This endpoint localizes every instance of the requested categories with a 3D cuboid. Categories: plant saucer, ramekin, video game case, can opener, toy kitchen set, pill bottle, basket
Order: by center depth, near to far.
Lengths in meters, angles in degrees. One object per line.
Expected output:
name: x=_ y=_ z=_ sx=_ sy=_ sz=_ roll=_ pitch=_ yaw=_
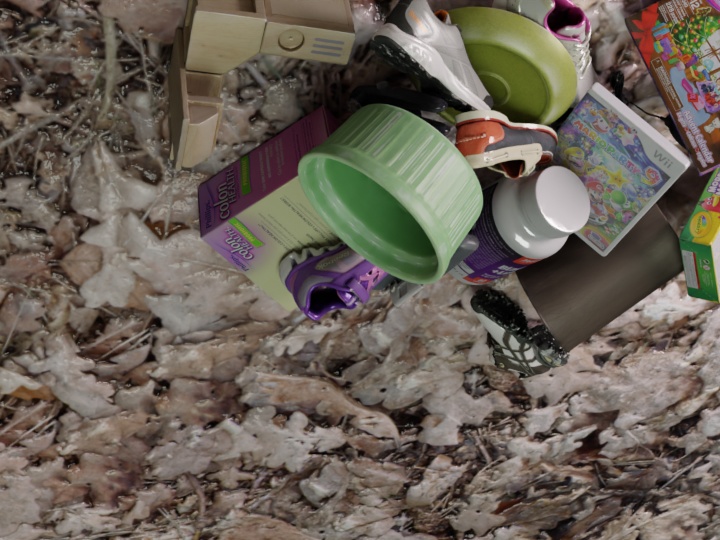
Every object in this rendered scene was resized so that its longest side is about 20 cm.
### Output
ramekin: x=0.038 y=-0.088 z=1.435 sx=0.098 sy=0.200 sz=0.200 roll=-50 pitch=137 yaw=-20
toy kitchen set: x=-0.114 y=-0.188 z=1.437 sx=0.180 sy=0.163 sz=0.200 roll=5 pitch=134 yaw=-15
can opener: x=0.044 y=-0.182 z=1.471 sx=0.078 sy=0.200 sz=0.064 roll=-24 pitch=106 yaw=-18
plant saucer: x=0.146 y=-0.216 z=1.494 sx=0.200 sy=0.031 sz=0.200 roll=13 pitch=147 yaw=9
video game case: x=0.286 y=-0.116 z=1.562 sx=0.143 sy=0.018 sz=0.200 roll=41 pitch=144 yaw=6
pill bottle: x=0.187 y=-0.058 z=1.605 sx=0.111 sy=0.112 sz=0.200 roll=18 pitch=157 yaw=-25
can opener: x=0.071 y=-0.012 z=1.623 sx=0.067 sy=0.053 sz=0.200 roll=6 pitch=155 yaw=-25
basket: x=0.321 y=-0.003 z=1.719 sx=0.200 sy=0.180 sz=0.136 roll=-33 pitch=93 yaw=10

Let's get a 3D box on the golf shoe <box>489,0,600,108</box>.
golf shoe: x=0.229 y=-0.252 z=1.482 sx=0.091 sy=0.075 sz=0.200 roll=-1 pitch=150 yaw=44

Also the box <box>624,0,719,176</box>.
box: x=0.404 y=-0.227 z=1.484 sx=0.137 sy=0.200 sz=0.039 roll=-26 pitch=174 yaw=13

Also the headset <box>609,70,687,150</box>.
headset: x=0.399 y=-0.204 z=1.553 sx=0.200 sy=0.124 sz=0.094 roll=2 pitch=139 yaw=22

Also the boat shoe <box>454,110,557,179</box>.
boat shoe: x=0.167 y=-0.135 z=1.478 sx=0.071 sy=0.063 sz=0.200 roll=-13 pitch=170 yaw=31

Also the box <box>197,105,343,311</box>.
box: x=-0.068 y=-0.072 z=1.608 sx=0.200 sy=0.097 sz=0.176 roll=-32 pitch=132 yaw=19

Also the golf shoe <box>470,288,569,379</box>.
golf shoe: x=0.206 y=0.100 z=1.844 sx=0.094 sy=0.078 sz=0.200 roll=-36 pitch=129 yaw=24

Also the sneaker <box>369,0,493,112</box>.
sneaker: x=0.093 y=-0.227 z=1.412 sx=0.200 sy=0.074 sz=0.079 roll=35 pitch=80 yaw=-50

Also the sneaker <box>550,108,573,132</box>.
sneaker: x=0.265 y=-0.148 z=1.627 sx=0.115 sy=0.075 sz=0.200 roll=39 pitch=139 yaw=-6

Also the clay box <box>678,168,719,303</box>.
clay box: x=0.471 y=-0.071 z=1.677 sx=0.048 sy=0.200 sz=0.115 roll=13 pitch=145 yaw=31

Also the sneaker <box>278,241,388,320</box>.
sneaker: x=0.000 y=0.000 z=1.563 sx=0.200 sy=0.089 sz=0.081 roll=-25 pitch=132 yaw=12
